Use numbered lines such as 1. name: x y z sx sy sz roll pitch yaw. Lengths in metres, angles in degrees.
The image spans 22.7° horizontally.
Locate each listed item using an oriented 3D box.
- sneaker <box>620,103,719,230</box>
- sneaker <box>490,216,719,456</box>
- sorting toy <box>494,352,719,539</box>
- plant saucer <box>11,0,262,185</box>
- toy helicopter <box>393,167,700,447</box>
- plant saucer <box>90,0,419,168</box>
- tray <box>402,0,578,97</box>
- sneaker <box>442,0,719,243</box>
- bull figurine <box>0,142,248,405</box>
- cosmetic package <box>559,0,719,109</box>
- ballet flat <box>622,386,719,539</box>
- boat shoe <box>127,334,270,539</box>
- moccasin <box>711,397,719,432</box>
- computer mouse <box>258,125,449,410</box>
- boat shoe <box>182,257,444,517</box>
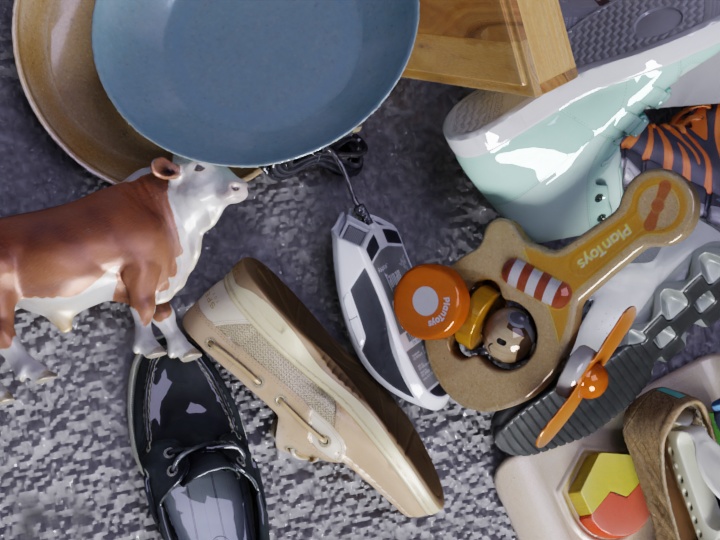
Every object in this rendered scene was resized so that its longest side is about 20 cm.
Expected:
1. sneaker: 0.196 -0.083 1.233 0.199 0.078 0.113 27 57 -9
2. sneaker: 0.153 0.036 1.169 0.200 0.074 0.089 -40 54 -3
3. sorting toy: 0.208 0.173 1.198 0.199 0.036 0.186 -24 88 -23
4. plant saucer: -0.123 -0.143 1.133 0.199 0.035 0.202 2 83 -20
5. toy helicopter: 0.127 0.016 1.092 0.133 0.200 0.079 58 21 17
6. plant saucer: -0.062 -0.146 1.088 0.199 0.039 0.203 -2 68 5
7. tray: 0.050 -0.166 1.106 0.037 0.200 0.099 -28 112 -24
8. sneaker: 0.163 -0.095 1.130 0.199 0.074 0.118 -28 124 9
9. bull figurine: -0.156 0.001 1.065 0.198 0.065 0.122 -14 79 -2
10. cosmetic package: 0.170 -0.165 1.204 0.199 0.107 0.091 -10 126 -21
11. ballet flat: 0.226 0.170 1.150 0.067 0.072 0.202 -13 84 -25
12. boat shoe: -0.092 0.133 1.077 0.074 0.066 0.201 -5 81 -20
13. moccasin: 0.307 0.102 1.196 0.199 0.080 0.069 -3 79 -45
14. computer mouse: 0.000 0.000 1.139 0.110 0.044 0.201 -27 95 -64
15. boat shoe: -0.027 0.084 1.119 0.064 0.071 0.200 -40 97 11
